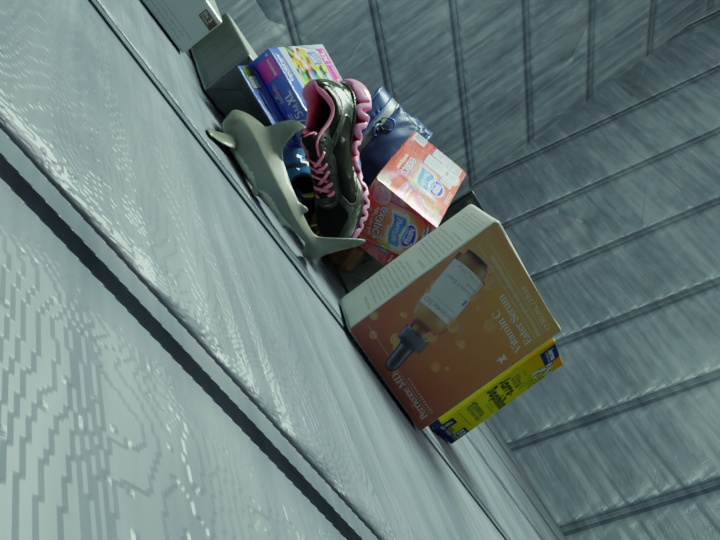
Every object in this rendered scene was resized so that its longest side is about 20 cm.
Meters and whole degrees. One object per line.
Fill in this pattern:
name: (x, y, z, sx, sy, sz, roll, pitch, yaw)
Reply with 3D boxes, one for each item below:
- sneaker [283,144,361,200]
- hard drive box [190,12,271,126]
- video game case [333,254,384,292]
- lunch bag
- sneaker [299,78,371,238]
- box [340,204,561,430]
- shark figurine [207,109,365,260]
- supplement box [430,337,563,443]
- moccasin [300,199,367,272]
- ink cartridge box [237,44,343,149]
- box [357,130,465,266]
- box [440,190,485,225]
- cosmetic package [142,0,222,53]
sneaker: (-0.058, -0.122, 0.930, 0.198, 0.066, 0.079, -4, 58, -55)
hard drive box: (-0.158, -0.252, 0.994, 0.157, 0.076, 0.201, 53, 6, -37)
video game case: (0.065, 0.035, 0.961, 0.018, 0.140, 0.202, 86, -22, -52)
lunch bag: (0.020, -0.203, 1.136, 0.132, 0.137, 0.200, 39, -8, -4)
sneaker: (-0.040, -0.128, 0.824, 0.094, 0.077, 0.206, 1, 89, -54)
box: (0.099, 0.051, 0.808, 0.154, 0.198, 0.107, 53, 3, -16)
shark figurine: (-0.081, -0.110, 0.754, 0.217, 0.089, 0.128, 55, 5, 9)
supplement box: (0.166, 0.130, 0.975, 0.111, 0.198, 0.109, 56, 5, 31)
moccasin: (-0.042, -0.069, 0.983, 0.077, 0.074, 0.203, 34, 22, -35)
ink cartridge box: (-0.071, -0.231, 0.915, 0.121, 0.041, 0.200, 60, 29, -6)
box: (0.064, -0.096, 0.954, 0.102, 0.095, 0.201, 36, 33, -2)
box: (0.168, -0.004, 1.161, 0.203, 0.156, 0.051, 59, 6, -2)
cosmetic package: (-0.247, -0.374, 0.946, 0.102, 0.073, 0.201, 53, 7, -30)
